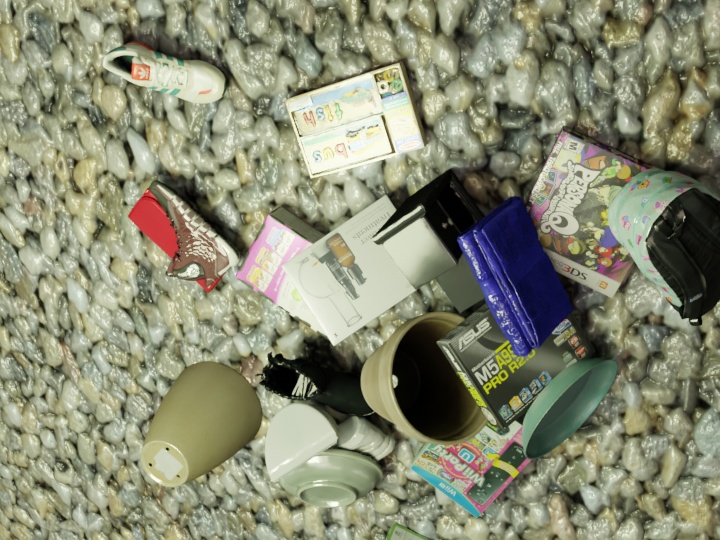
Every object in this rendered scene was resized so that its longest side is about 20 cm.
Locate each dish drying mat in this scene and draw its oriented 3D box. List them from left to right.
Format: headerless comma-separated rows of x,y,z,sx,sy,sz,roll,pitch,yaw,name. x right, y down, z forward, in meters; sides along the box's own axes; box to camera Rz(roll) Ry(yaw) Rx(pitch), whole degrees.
-0.322,-0.052,1.411,0.200,0.018,0.077,43,118,-1,dish drying mat

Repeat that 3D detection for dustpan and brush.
-0.116,0.258,1.378,0.139,0.200,0.057,-33,141,5,dustpan and brush

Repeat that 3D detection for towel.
0.229,0.005,1.137,0.049,0.148,0.201,-14,107,51,towel

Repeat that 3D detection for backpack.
0.429,-0.043,1.074,0.200,0.127,0.167,35,95,-32,backpack

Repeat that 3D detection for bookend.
0.133,-0.023,1.169,0.092,0.200,0.199,-33,97,27,bookend

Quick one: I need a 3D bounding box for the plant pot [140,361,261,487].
-0.302,0.293,1.437,0.186,0.200,0.188,6,112,16,plant pot

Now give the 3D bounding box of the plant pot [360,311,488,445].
0.091,0.173,1.264,0.200,0.200,0.173,56,153,-8,plant pot

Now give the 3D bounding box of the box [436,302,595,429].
0.237,0.115,1.208,0.200,0.044,0.161,-35,99,-17,box

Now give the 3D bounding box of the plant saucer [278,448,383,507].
-0.058,0.378,1.416,0.199,0.050,0.201,0,143,0,plant saucer

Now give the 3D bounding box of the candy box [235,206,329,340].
-0.091,0.005,1.332,0.200,0.061,0.137,34,115,4,candy box

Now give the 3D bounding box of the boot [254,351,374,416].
-0.067,0.194,1.337,0.197,0.162,0.074,20,87,12,boot

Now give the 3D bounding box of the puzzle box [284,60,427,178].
-0.008,-0.229,1.233,0.199,0.025,0.134,-13,106,22,puzzle box

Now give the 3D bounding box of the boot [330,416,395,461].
-0.028,0.326,1.431,0.095,0.074,0.200,34,139,-24,boot

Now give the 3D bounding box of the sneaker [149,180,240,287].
-0.309,-0.052,1.353,0.200,0.076,0.116,44,88,-2,sneaker

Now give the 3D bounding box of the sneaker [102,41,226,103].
-0.315,-0.308,1.266,0.199,0.093,0.071,21,116,10,sneaker

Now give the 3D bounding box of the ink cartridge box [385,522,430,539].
0.128,0.563,1.476,0.199,0.059,0.104,23,116,9,ink cartridge box

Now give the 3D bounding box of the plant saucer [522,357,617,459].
0.312,0.203,1.220,0.036,0.199,0.201,44,121,32,plant saucer

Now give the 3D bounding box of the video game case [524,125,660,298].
0.334,-0.083,1.170,0.181,0.036,0.201,26,116,6,video game case

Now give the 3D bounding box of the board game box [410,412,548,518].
0.201,0.299,1.349,0.147,0.064,0.200,35,118,3,board game box

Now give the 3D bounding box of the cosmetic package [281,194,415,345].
0.000,0.000,1.249,0.200,0.052,0.151,-34,89,0,cosmetic package
